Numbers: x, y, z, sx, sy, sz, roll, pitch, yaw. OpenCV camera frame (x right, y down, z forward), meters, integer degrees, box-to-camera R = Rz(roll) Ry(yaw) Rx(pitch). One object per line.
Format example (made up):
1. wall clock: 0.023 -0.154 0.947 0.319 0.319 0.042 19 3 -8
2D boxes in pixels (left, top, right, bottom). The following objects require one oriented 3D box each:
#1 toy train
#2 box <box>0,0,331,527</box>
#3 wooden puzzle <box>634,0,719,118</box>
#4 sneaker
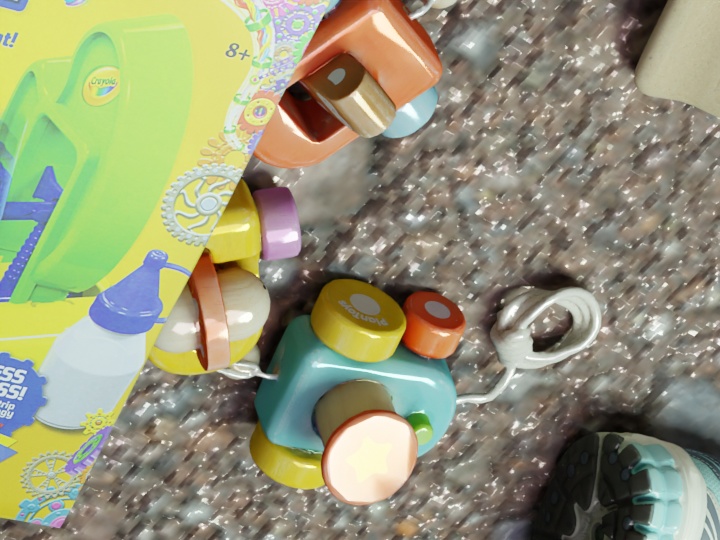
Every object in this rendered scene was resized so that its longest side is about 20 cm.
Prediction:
1. toy train: 0.000 0.000 0.890 0.150 0.056 0.200 -30 130 7
2. box: -0.144 -0.057 0.754 0.199 0.122 0.193 13 121 -27
3. wooden puzzle: 0.202 -0.083 0.843 0.199 0.037 0.186 23 138 -1
4. sneaker: 0.094 0.150 1.029 0.086 0.078 0.201 7 125 -27
